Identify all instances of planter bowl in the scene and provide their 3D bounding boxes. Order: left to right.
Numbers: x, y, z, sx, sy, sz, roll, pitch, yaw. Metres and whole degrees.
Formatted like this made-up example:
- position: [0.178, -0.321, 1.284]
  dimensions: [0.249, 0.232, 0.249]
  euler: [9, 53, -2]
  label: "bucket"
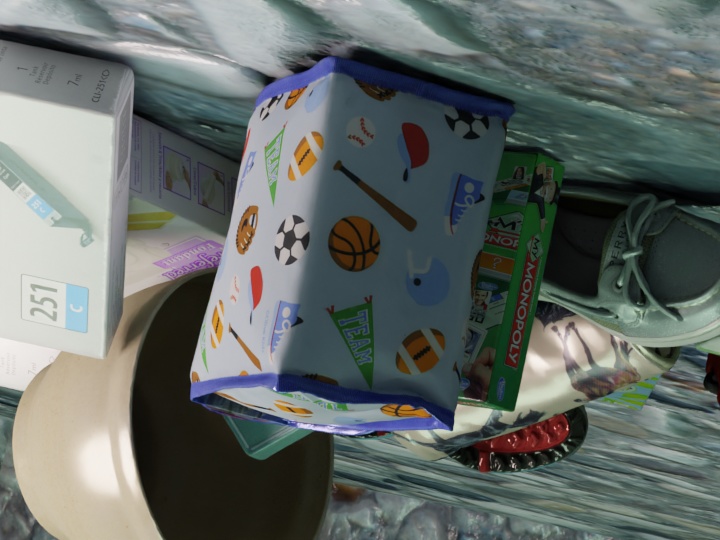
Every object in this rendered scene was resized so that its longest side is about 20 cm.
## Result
- position: [-0.128, 0.105, 1.520]
  dimensions: [0.135, 0.200, 0.200]
  euler: [-9, 159, 34]
  label: "planter bowl"

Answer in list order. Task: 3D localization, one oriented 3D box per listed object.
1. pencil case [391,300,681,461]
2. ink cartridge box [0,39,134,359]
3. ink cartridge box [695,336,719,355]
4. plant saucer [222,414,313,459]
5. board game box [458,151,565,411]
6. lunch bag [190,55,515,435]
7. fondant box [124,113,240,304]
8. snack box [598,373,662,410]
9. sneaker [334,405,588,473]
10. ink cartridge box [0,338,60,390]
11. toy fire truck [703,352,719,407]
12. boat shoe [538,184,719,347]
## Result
- position: [0.092, 0.045, 1.428]
  dimensions: [0.200, 0.090, 0.078]
  euler: [-25, 154, 36]
  label: "pencil case"
- position: [-0.218, -0.047, 1.372]
  dimensions: [0.176, 0.045, 0.200]
  euler: [13, 137, 4]
  label: "ink cartridge box"
- position: [0.288, 0.034, 1.419]
  dimensions: [0.145, 0.048, 0.200]
  euler: [15, 173, -4]
  label: "ink cartridge box"
- position: [-0.012, 0.044, 1.398]
  dimensions: [0.200, 0.070, 0.019]
  euler: [-31, -179, 36]
  label: "plant saucer"
- position: [0.010, -0.002, 1.335]
  dimensions: [0.200, 0.135, 0.029]
  euler: [7, 170, 39]
  label: "board game box"
- position: [-0.015, -0.005, 1.252]
  dimensions: [0.124, 0.170, 0.200]
  euler: [16, 169, -22]
  label: "lunch bag"
- position: [-0.153, -0.032, 1.499]
  dimensions: [0.144, 0.058, 0.200]
  euler: [-20, 153, 33]
  label: "fondant box"
- position: [0.114, 0.029, 1.576]
  dimensions: [0.168, 0.068, 0.200]
  euler: [14, 172, 4]
  label: "snack box"
- position: [0.069, 0.077, 1.564]
  dimensions: [0.200, 0.079, 0.095]
  euler: [11, -171, 38]
  label: "sneaker"
- position: [-0.241, 0.018, 1.743]
  dimensions: [0.176, 0.045, 0.200]
  euler: [12, -157, 16]
  label: "ink cartridge box"
- position: [0.299, 0.100, 1.517]
  dimensions: [0.141, 0.049, 0.200]
  euler: [9, -152, -11]
  label: "toy fire truck"
- position: [0.123, -0.011, 1.316]
  dimensions: [0.202, 0.074, 0.065]
  euler: [19, 173, 45]
  label: "boat shoe"
